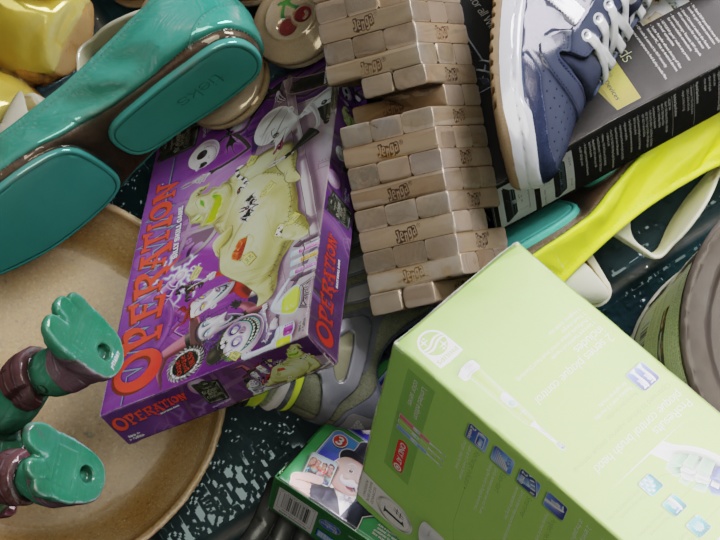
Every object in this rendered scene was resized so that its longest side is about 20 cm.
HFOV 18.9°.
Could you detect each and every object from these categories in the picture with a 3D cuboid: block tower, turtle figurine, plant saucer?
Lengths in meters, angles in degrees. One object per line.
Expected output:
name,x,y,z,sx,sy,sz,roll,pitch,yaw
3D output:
block tower,0.022,-0.083,1.035,0.054,0.058,0.200,-12,88,29
turtle figurine,-0.200,0.084,1.028,0.200,0.101,0.150,-19,71,36
plant saucer,-0.167,0.059,1.117,0.200,0.035,0.200,0,80,0

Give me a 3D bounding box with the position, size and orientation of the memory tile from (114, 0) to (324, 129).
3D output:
memory tile,-0.036,-0.176,1.119,0.200,0.017,0.153,-38,56,7

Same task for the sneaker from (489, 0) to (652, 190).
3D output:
sneaker,0.122,-0.130,1.037,0.108,0.070,0.200,1,62,11

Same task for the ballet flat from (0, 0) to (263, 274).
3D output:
ballet flat,-0.136,-0.075,1.086,0.200,0.067,0.070,-37,51,11

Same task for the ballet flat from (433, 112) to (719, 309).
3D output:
ballet flat,0.122,-0.022,1.123,0.200,0.067,0.067,-40,104,-8

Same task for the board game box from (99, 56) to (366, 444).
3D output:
board game box,-0.058,-0.015,1.054,0.120,0.032,0.200,-26,37,28

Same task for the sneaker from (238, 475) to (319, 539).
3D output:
sneaker,-0.033,0.193,1.080,0.099,0.071,0.200,14,74,1

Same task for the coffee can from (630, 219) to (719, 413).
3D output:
coffee can,0.211,0.042,1.040,0.146,0.200,0.146,0,81,0

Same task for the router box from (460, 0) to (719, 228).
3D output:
router box,0.087,-0.141,1.117,0.157,0.052,0.200,-28,64,-5

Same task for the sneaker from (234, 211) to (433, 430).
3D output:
sneaker,0.000,0.000,1.094,0.081,0.074,0.200,27,57,-10

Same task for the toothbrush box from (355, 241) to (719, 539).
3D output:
toothbrush box,0.103,0.109,0.967,0.086,0.146,0.200,-37,67,-27

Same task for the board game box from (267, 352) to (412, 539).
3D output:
board game box,0.074,0.121,1.068,0.200,0.029,0.135,33,50,13

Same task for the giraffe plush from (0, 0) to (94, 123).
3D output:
giraffe plush,-0.255,-0.149,1.105,0.162,0.200,0.173,27,94,37
